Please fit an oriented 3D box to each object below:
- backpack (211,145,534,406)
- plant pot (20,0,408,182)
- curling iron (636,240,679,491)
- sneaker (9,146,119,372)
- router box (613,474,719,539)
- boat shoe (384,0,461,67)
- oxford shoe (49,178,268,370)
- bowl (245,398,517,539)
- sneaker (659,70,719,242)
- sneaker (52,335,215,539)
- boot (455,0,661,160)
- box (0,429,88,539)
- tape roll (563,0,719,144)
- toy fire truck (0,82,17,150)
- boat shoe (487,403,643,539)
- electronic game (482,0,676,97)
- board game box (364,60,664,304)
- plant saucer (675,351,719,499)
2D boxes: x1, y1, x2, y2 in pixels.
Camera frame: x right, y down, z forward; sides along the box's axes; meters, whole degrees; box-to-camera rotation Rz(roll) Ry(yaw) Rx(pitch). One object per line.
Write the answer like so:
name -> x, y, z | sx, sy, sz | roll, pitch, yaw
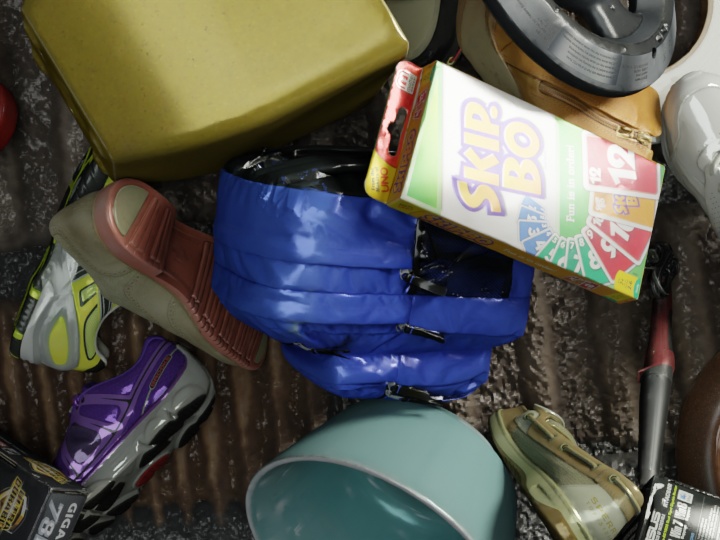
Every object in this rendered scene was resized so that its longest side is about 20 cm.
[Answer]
backpack -> 0.000, 0.000, 1.067 | 0.198, 0.162, 0.169 | 7, 93, -24
plant pot -> -0.112, -0.162, 1.061 | 0.199, 0.195, 0.195 | -32, 90, -10
curling iron -> 0.200, 0.064, 1.102 | 0.025, 0.050, 0.201 | -15, 50, 35
sneaker -> -0.189, -0.020, 1.166 | 0.076, 0.075, 0.201 | 22, 100, -14
router box -> 0.233, 0.224, 1.080 | 0.149, 0.200, 0.062 | 20, 61, 2
boat shoe -> 0.057, -0.239, 1.138 | 0.073, 0.063, 0.203 | 12, 86, 32
oxford shoe -> -0.138, 0.007, 1.130 | 0.073, 0.071, 0.200 | -11, 137, 32
bowl -> 0.030, 0.165, 1.109 | 0.200, 0.201, 0.105 | 33, 52, 2
sneaker -> 0.273, -0.045, 1.093 | 0.078, 0.099, 0.201 | -28, 105, 4
sneaker -> -0.194, 0.131, 1.175 | 0.200, 0.081, 0.083 | -45, 69, 1
boot -> 0.141, -0.145, 1.095 | 0.143, 0.071, 0.203 | 11, 76, -22
box -> -0.312, 0.203, 1.145 | 0.198, 0.050, 0.201 | 25, 94, 30
tape roll -> 0.198, -0.191, 1.140 | 0.201, 0.037, 0.205 | 0, 93, 5
toy fire truck -> -0.361, -0.131, 1.157 | 0.200, 0.112, 0.168 | -42, 66, 4
boat shoe -> 0.137, 0.134, 1.081 | 0.063, 0.201, 0.073 | -32, 102, 1
electronic game -> 0.136, -0.206, 1.045 | 0.042, 0.200, 0.201 | -32, 91, 43
board game box -> 0.101, -0.058, 1.014 | 0.199, 0.030, 0.096 | 21, 73, -19
plant saucer -> 0.330, 0.134, 1.149 | 0.198, 0.034, 0.202 | 0, 93, 3
